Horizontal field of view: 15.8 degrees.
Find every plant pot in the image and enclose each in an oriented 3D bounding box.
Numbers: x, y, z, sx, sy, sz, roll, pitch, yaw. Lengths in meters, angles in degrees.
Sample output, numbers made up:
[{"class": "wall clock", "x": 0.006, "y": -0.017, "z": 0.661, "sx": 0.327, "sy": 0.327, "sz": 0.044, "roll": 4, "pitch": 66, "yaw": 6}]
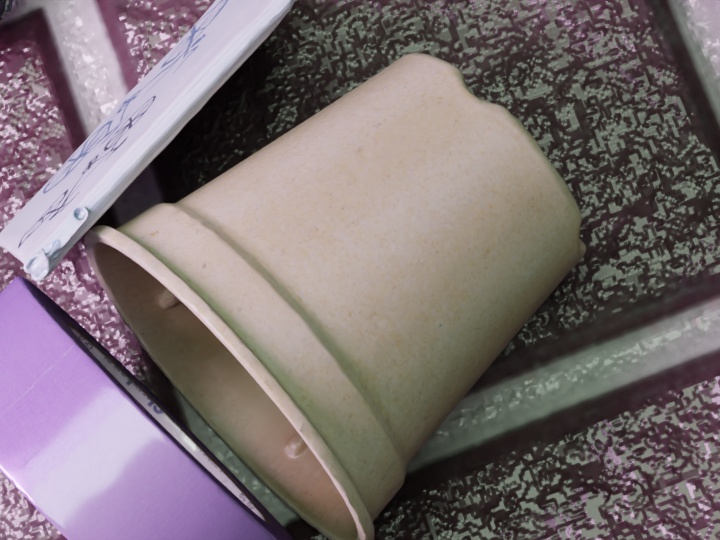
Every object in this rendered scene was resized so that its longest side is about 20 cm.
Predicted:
[{"class": "plant pot", "x": 0.000, "y": 0.000, "z": 1.250, "sx": 0.183, "sy": 0.200, "sz": 0.200, "roll": -42, "pitch": 73, "yaw": -13}]

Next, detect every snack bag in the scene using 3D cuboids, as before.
[{"class": "snack bag", "x": -0.103, "y": -0.072, "z": 1.276, "sx": 0.021, "sy": 0.200, "sz": 0.189, "roll": 44, "pitch": 85, "yaw": -12}]

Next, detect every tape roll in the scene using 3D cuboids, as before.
[{"class": "tape roll", "x": -0.112, "y": 0.094, "z": 1.228, "sx": 0.066, "sy": 0.200, "sz": 0.200, "roll": -44, "pitch": 74, "yaw": -3}]

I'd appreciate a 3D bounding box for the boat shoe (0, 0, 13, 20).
[{"class": "boat shoe", "x": -0.274, "y": -0.166, "z": 1.398, "sx": 0.200, "sy": 0.072, "sz": 0.068, "roll": 11, "pitch": 42, "yaw": 19}]
